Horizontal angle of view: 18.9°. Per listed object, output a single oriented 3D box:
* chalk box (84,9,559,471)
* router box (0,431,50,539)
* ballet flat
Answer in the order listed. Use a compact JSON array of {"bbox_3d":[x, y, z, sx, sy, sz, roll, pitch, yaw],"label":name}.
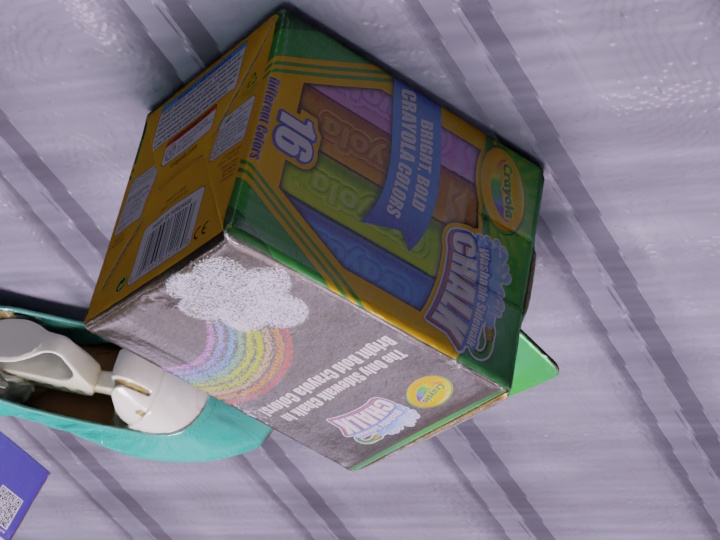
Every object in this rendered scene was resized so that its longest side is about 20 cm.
[{"bbox_3d":[0.000,0.000,0.975,0.199,0.125,0.124,30,143,-26],"label":"chalk box"},{"bbox_3d":[-0.297,0.066,1.202,0.179,0.049,0.200,11,154,43],"label":"router box"},{"bbox_3d":[-0.141,0.059,1.162,0.198,0.068,0.070,9,163,9],"label":"ballet flat"}]
